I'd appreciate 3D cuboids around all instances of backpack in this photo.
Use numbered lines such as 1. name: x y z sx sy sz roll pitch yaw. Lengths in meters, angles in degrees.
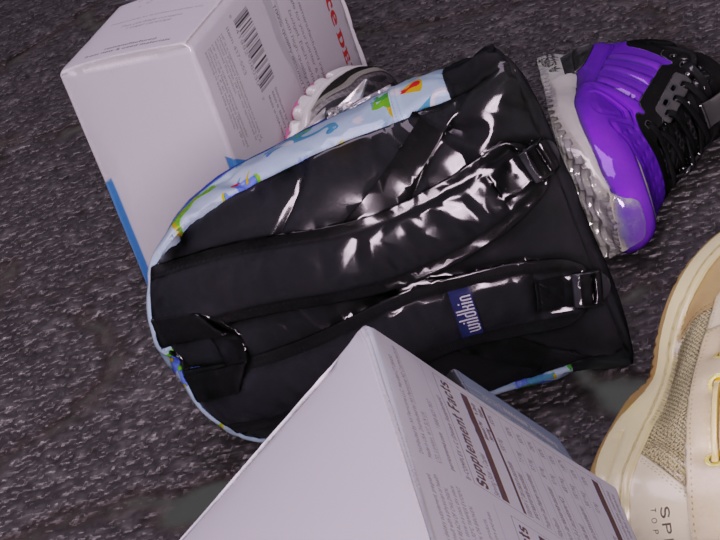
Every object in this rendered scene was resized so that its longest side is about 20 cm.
1. backpack: 0.000 0.000 1.061 0.200 0.163 0.154 -27 17 -2

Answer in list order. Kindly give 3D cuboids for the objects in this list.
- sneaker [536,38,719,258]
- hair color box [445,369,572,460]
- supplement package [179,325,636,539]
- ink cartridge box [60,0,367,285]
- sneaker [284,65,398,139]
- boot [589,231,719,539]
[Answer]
1. sneaker: 0.150 -0.077 1.192 0.099 0.070 0.200 -13 26 5
2. hair color box: 0.048 0.126 0.816 0.099 0.061 0.200 -51 24 10
3. supplement package: -0.010 0.149 0.683 0.200 0.111 0.156 -50 24 16
4. ink cartridge box: -0.071 -0.097 1.291 0.086 0.147 0.200 -9 26 22
5. sneaker: 0.003 -0.046 1.228 0.087 0.074 0.200 -7 32 23
6. boot: 0.190 0.047 0.907 0.155 0.073 0.200 -4 32 33
